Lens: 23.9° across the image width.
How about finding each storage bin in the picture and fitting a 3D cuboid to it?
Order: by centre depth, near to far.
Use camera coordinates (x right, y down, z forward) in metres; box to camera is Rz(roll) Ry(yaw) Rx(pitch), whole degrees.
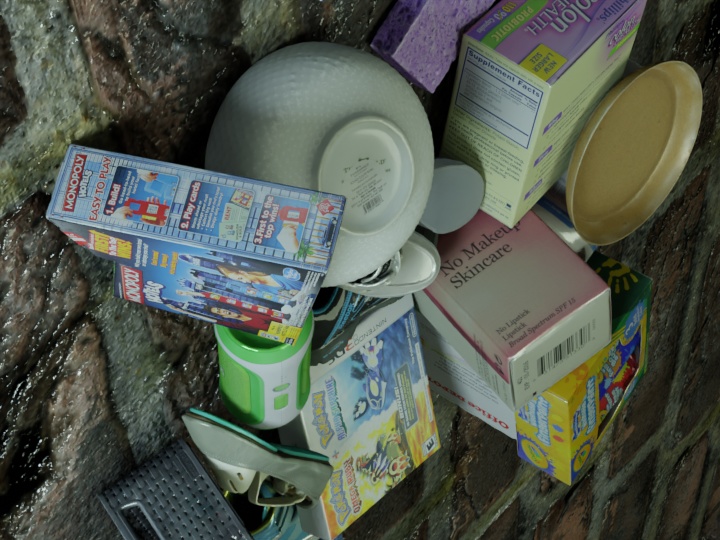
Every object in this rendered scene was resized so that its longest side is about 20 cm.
[{"bbox_3d":[-0.143,0.256,1.536,0.094,0.135,0.200,-34,151,-9],"label":"storage bin"}]

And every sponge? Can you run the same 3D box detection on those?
[{"bbox_3d":[0.090,-0.256,1.480,0.200,0.030,0.112,-57,156,1],"label":"sponge"}]

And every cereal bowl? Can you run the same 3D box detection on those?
[{"bbox_3d":[-0.018,-0.080,1.341,0.200,0.083,0.200,-8,104,-35],"label":"cereal bowl"}]

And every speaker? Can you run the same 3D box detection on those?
[{"bbox_3d":[-0.083,0.072,1.467,0.088,0.088,0.200,-46,166,-19],"label":"speaker"}]

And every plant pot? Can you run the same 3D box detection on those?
[{"bbox_3d":[0.266,-0.119,1.680,0.200,0.027,0.200,-32,140,-32],"label":"plant pot"}]

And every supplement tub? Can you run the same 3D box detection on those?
[{"bbox_3d":[0.236,-0.118,1.783,0.200,0.132,0.132,-53,155,-4],"label":"supplement tub"}]

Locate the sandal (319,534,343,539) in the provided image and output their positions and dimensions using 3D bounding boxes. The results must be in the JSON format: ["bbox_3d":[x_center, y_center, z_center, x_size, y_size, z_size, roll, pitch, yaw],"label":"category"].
[{"bbox_3d":[-0.079,0.342,1.853,0.200,0.079,0.087,-43,149,-43],"label":"sandal"}]

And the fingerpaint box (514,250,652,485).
[{"bbox_3d":[0.233,0.105,1.771,0.167,0.073,0.200,-52,155,-22],"label":"fingerpaint box"}]

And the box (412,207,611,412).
[{"bbox_3d":[0.135,0.014,1.660,0.128,0.200,0.109,-35,149,-13],"label":"box"}]

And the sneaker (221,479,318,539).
[{"bbox_3d":[-0.070,0.225,1.718,0.200,0.080,0.131,-44,153,-26],"label":"sneaker"}]

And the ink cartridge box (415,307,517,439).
[{"bbox_3d":[0.135,0.073,1.815,0.084,0.145,0.200,-48,154,-24],"label":"ink cartridge box"}]

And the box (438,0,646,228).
[{"bbox_3d":[0.169,-0.175,1.604,0.176,0.097,0.200,-44,159,-32],"label":"box"}]

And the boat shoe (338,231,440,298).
[{"bbox_3d":[0.004,-0.013,1.502,0.200,0.066,0.072,17,94,-40],"label":"boat shoe"}]

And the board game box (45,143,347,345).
[{"bbox_3d":[-0.125,-0.022,1.244,0.200,0.200,0.062,118,-13,-70],"label":"board game box"}]

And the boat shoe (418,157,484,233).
[{"bbox_3d":[0.035,-0.079,1.545,0.200,0.070,0.071,-1,119,-50],"label":"boat shoe"}]

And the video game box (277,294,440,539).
[{"bbox_3d":[-0.004,0.137,1.685,0.182,0.047,0.200,-35,125,-36],"label":"video game box"}]

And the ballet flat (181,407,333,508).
[{"bbox_3d":[-0.095,0.177,1.531,0.200,0.067,0.064,28,81,-51],"label":"ballet flat"}]

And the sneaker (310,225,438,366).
[{"bbox_3d":[0.000,0.000,1.579,0.200,0.073,0.082,-49,149,-20],"label":"sneaker"}]
